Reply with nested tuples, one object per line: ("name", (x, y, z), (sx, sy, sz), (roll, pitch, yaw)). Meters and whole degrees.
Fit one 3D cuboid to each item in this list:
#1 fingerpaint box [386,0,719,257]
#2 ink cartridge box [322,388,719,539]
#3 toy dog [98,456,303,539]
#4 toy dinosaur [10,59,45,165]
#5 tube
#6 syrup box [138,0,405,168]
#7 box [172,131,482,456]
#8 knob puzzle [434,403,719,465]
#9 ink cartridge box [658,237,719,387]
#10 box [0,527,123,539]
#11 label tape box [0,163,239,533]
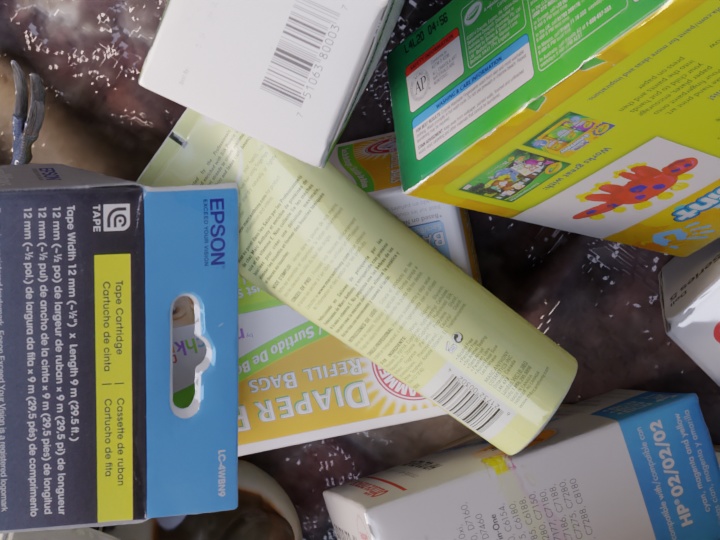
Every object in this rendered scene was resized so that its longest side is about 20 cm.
("fingerpaint box", (0.135, -0.088, 0.754), (0.166, 0.074, 0.200), (11, 151, -33))
("ink cartridge box", (0.054, 0.116, 0.848), (0.199, 0.115, 0.068), (-18, 90, -11))
("toy dog", (-0.074, 0.193, 0.931), (0.192, 0.140, 0.202), (-5, 110, -6))
("toy dinosaur", (-0.207, -0.021, 0.867), (0.104, 0.183, 0.201), (10, 142, -8))
("tube", (0.000, 0.000, 0.790), (0.199, 0.052, 0.058), (35, 69, -5))
("syrup box", (-0.022, -0.119, 0.775), (0.081, 0.200, 0.079), (24, 111, 0))
("box", (-0.042, 0.014, 0.871), (0.198, 0.101, 0.113), (-12, 108, 6))
("knob puzzle", (0.091, 0.164, 0.956), (0.218, 0.030, 0.222), (2, 110, 6))
("ink cartridge box", (0.256, 0.034, 0.861), (0.200, 0.084, 0.145), (44, 108, -10))
("box", (-0.187, 0.164, 0.882), (0.082, 0.069, 0.199), (25, 152, -31))
("label tape box", (-0.153, 0.032, 0.777), (0.198, 0.066, 0.145), (-3, 103, -18))
